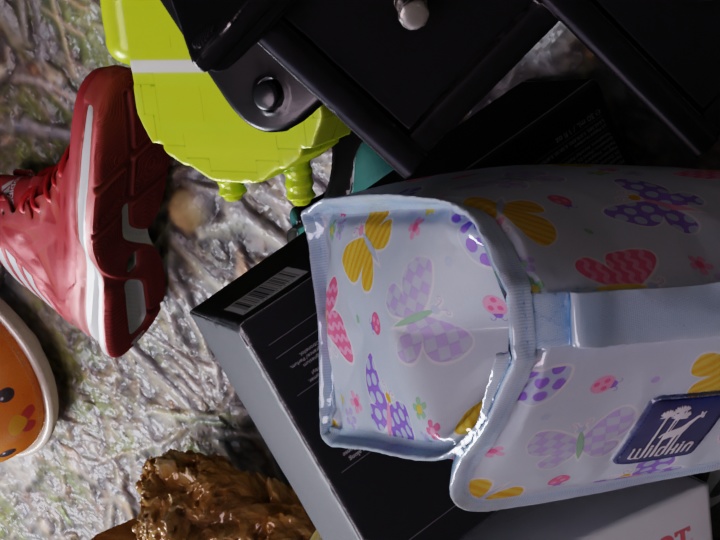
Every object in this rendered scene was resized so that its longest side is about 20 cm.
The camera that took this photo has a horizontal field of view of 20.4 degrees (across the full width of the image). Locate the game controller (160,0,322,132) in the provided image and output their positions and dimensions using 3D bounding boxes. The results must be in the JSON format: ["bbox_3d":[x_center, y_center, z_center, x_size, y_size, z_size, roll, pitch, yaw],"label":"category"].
[{"bbox_3d":[-0.062,-0.164,0.909,0.104,0.042,0.201,-41,79,40],"label":"game controller"}]

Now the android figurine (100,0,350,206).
[{"bbox_3d":[-0.060,-0.129,0.972,0.181,0.041,0.202,2,108,38],"label":"android figurine"}]

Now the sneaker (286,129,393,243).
[{"bbox_3d":[0.000,0.000,1.038,0.080,0.071,0.201,31,130,19],"label":"sneaker"}]

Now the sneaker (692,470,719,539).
[{"bbox_3d":[0.208,0.090,0.921,0.077,0.084,0.199,53,138,-8],"label":"sneaker"}]

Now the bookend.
[{"bbox_3d":[0.067,-0.103,0.758,0.200,0.092,0.199,-44,115,10],"label":"bookend"}]

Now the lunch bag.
[{"bbox_3d":[0.088,0.020,0.772,0.200,0.168,0.128,177,88,-66],"label":"lunch bag"}]

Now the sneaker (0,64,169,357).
[{"bbox_3d":[-0.174,-0.045,1.136,0.115,0.078,0.201,26,134,20],"label":"sneaker"}]

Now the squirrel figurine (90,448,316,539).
[{"bbox_3d":[-0.092,0.190,1.238,0.186,0.141,0.202,30,123,33],"label":"squirrel figurine"}]

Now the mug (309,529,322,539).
[{"bbox_3d":[0.028,0.147,1.049,0.149,0.153,0.187,0,127,46],"label":"mug"}]

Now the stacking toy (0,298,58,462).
[{"bbox_3d":[-0.301,0.105,1.266,0.145,0.200,0.147,22,134,25],"label":"stacking toy"}]

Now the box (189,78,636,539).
[{"bbox_3d":[0.046,0.025,0.908,0.142,0.199,0.079,60,163,-14],"label":"box"}]

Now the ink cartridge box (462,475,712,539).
[{"bbox_3d":[0.096,0.201,0.969,0.087,0.144,0.202,19,122,55],"label":"ink cartridge box"}]
